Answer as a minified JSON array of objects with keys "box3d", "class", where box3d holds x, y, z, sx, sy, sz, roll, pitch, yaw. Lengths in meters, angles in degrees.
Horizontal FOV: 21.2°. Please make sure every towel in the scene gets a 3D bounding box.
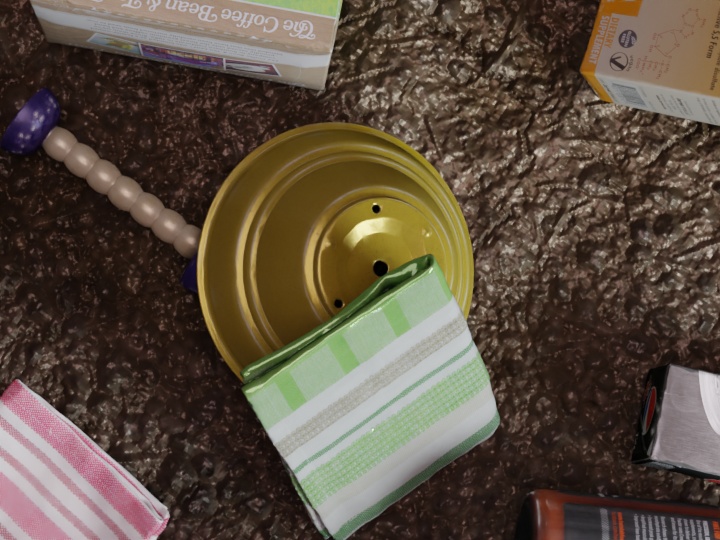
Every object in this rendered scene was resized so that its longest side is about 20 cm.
[{"box3d":[0.009,0.082,1.234,0.149,0.200,0.031,-34,52,-8],"class":"towel"},{"box3d":[-0.241,0.192,1.279,0.146,0.030,0.200,40,84,2],"class":"towel"}]

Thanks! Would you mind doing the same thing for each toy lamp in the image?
[{"box3d":[-0.147,-0.045,1.295,0.200,0.058,0.058,38,83,0],"class":"toy lamp"}]

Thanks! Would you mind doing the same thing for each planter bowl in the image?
[{"box3d":[0.000,0.000,1.258,0.199,0.083,0.202,0,89,-22],"class":"planter bowl"}]

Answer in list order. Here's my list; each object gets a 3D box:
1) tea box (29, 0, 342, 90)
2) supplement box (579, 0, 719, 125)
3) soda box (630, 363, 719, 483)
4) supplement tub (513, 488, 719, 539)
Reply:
[{"box3d":[-0.102,-0.240,1.278,0.199,0.134,0.198,9,84,-3],"class":"tea box"},{"box3d":[0.261,-0.162,1.287,0.199,0.073,0.127,13,82,22],"class":"supplement box"},{"box3d":[0.290,0.118,1.303,0.199,0.063,0.071,13,84,-3],"class":"soda box"},{"box3d":[0.203,0.205,1.267,0.199,0.107,0.108,6,84,-3],"class":"supplement tub"}]
